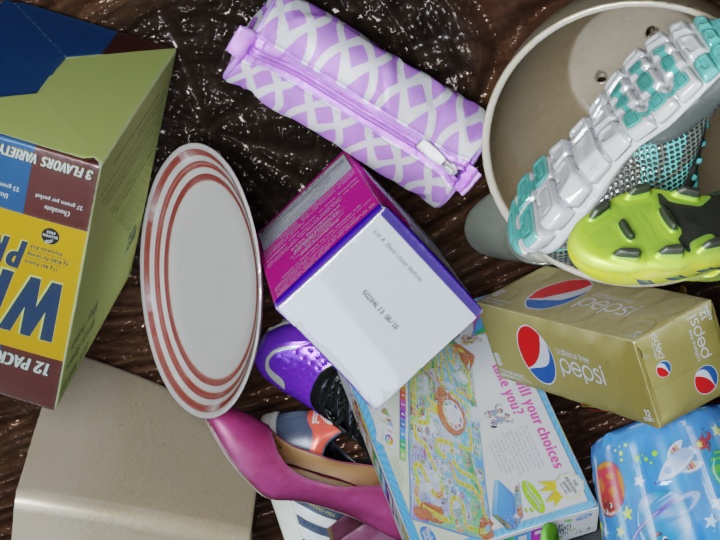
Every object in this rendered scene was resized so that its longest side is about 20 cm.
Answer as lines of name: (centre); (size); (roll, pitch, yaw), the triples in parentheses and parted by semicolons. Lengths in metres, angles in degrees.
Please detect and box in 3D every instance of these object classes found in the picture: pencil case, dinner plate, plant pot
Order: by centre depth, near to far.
pencil case: (0.000, -0.118, 1.257); (0.199, 0.086, 0.084); (29, 117, -6)
dinner plate: (-0.112, 0.007, 1.308); (0.024, 0.200, 0.201); (-5, 126, -31)
plant pot: (-0.174, 0.209, 1.415); (0.176, 0.200, 0.201); (9, 120, -2)

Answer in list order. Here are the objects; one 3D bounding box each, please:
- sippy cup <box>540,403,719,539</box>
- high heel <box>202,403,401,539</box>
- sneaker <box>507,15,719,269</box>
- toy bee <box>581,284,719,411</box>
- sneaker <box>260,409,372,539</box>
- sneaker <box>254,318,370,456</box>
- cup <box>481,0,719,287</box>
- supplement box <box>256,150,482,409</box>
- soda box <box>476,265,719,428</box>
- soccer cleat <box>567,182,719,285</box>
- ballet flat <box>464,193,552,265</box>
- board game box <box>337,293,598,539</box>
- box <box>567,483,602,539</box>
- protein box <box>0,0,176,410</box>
sippy cup: (0.213, 0.161, 1.173); (0.177, 0.140, 0.131); (-12, 77, -14)
high heel: (-0.027, 0.141, 1.359); (0.096, 0.068, 0.200); (-42, 120, 10)
sneaker: (0.181, -0.072, 1.105); (0.091, 0.078, 0.200); (27, 125, -25)
toy bee: (0.253, 0.071, 1.307); (0.199, 0.109, 0.132); (-22, 70, 11)
sneaker: (-0.019, 0.199, 1.447); (0.084, 0.075, 0.201); (-12, 120, 9)
sneaker: (0.010, 0.103, 1.369); (0.199, 0.100, 0.070); (22, 119, -3)
cup: (0.187, -0.111, 1.195); (0.199, 0.143, 0.201); (5, 120, 8)
supplement box: (0.000, 0.000, 1.246); (0.103, 0.200, 0.101); (-42, 105, 6)
soda box: (0.162, 0.048, 1.212); (0.067, 0.200, 0.064); (-26, 106, -21)
soccer cleat: (0.204, -0.014, 1.074); (0.199, 0.065, 0.084); (-14, 144, -31)
ballet flat: (0.168, -0.036, 1.286); (0.199, 0.064, 0.068); (-9, 118, 15)
board game box: (0.073, 0.117, 1.291); (0.134, 0.201, 0.034); (-16, 142, -8)
box: (0.236, 0.205, 1.340); (0.140, 0.079, 0.200); (-19, 157, 17)
protein box: (-0.235, -0.051, 1.269); (0.134, 0.199, 0.201); (17, 121, 1)
